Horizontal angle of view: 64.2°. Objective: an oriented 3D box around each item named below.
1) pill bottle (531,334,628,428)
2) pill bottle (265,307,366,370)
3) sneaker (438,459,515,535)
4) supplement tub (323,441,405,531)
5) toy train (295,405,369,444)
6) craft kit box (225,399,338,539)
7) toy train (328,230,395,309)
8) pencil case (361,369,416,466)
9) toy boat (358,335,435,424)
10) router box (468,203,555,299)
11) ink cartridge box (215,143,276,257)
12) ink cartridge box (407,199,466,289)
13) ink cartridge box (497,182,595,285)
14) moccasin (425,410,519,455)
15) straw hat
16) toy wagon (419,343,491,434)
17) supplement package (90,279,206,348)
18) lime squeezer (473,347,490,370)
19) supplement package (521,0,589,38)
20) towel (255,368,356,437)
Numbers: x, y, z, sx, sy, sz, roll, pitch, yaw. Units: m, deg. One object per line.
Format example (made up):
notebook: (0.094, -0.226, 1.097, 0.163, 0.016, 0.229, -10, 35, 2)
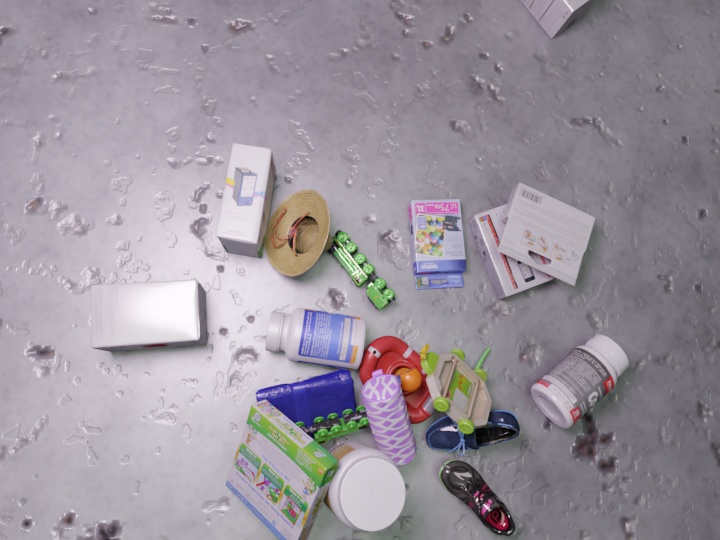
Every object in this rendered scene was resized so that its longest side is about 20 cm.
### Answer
pill bottle: (0.482, 0.239, 1.257, 0.199, 0.114, 0.114, -36, 86, -13)
pill bottle: (-0.094, 0.138, 1.193, 0.198, 0.112, 0.113, 10, 78, -7)
sneaker: (0.250, 0.470, 1.195, 0.200, 0.084, 0.077, 42, 76, 1)
supplement tub: (-0.001, 0.412, 1.104, 0.143, 0.200, 0.147, 3, 78, -13)
toy train: (-0.070, 0.321, 1.156, 0.198, 0.057, 0.042, -12, 43, -12)
craft kit box: (-0.154, 0.383, 1.082, 0.199, 0.048, 0.199, 32, 114, 28)
toy train: (0.000, 0.000, 1.262, 0.056, 0.042, 0.201, -40, 83, 5)
pencil case: (0.058, 0.297, 1.147, 0.083, 0.086, 0.202, -17, 119, -5)
toy boat: (0.091, 0.224, 1.194, 0.199, 0.131, 0.131, 39, 76, 0)
router box: (0.369, -0.057, 1.330, 0.178, 0.049, 0.202, -18, 83, -11)
ink cartridge box: (-0.236, -0.143, 1.207, 0.086, 0.145, 0.202, 10, 79, -3)
ink cartridge box: (0.176, -0.061, 1.309, 0.118, 0.042, 0.203, -2, 81, -8)
ink cartridge box: (0.412, -0.079, 1.292, 0.198, 0.044, 0.175, 24, 77, -5)
moccasin: (0.234, 0.336, 1.206, 0.198, 0.068, 0.081, -17, 102, 4)
straw hat: (-0.110, -0.073, 1.236, 0.085, 0.200, 0.204, 20, 73, -47)
toy wagon: (0.188, 0.230, 1.174, 0.200, 0.040, 0.156, 42, 40, -8)
supplement package: (-0.415, 0.091, 1.142, 0.197, 0.121, 0.121, -4, 79, -8)
lime squeezer: (0.254, 0.267, 1.258, 0.070, 0.038, 0.203, 6, 78, -7)
supplement package: (0.482, -0.716, 1.434, 0.121, 0.120, 0.201, -36, 86, -12)
towel: (-0.108, 0.279, 1.176, 0.198, 0.050, 0.149, -10, 119, -10)
